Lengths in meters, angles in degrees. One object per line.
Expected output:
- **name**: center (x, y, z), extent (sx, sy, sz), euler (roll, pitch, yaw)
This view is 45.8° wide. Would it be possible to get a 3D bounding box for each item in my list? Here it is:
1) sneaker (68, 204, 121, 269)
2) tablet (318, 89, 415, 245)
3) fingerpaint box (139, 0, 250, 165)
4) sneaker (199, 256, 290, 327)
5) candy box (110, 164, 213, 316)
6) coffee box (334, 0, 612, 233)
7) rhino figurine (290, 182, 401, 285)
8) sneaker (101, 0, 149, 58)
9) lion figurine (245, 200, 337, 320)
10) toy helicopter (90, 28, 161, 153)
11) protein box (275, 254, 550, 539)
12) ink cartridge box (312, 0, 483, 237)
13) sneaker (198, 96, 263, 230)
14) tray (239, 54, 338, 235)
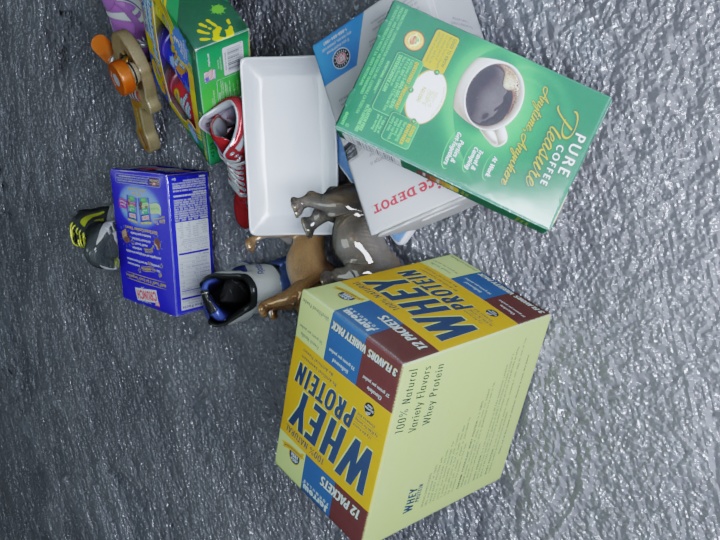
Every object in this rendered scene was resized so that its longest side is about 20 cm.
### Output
- **sneaker**: center (-0.415, -0.049, 1.329), extent (0.200, 0.084, 0.075), euler (-113, 19, -70)
- **tablet**: center (0.020, -0.141, 0.922), extent (0.201, 0.014, 0.130), euler (55, 134, 24)
- **fingerpaint box**: center (-0.201, -0.259, 1.045), extent (0.167, 0.073, 0.201), euler (55, 159, 24)
- **sneaker**: center (-0.169, 0.029, 1.104), extent (0.199, 0.114, 0.081), euler (-16, 87, 49)
- **candy box**: center (-0.290, -0.048, 1.253), extent (0.168, 0.077, 0.202), euler (12, 107, 46)
- **coffee box**: center (0.091, -0.126, 0.709), extent (0.199, 0.044, 0.124), euler (25, 87, 6)
- **rhino figurine**: center (0.000, 0.000, 0.921), extent (0.060, 0.087, 0.202), euler (-14, -98, -87)
- **sneaker**: center (-0.284, -0.343, 1.194), extent (0.200, 0.072, 0.115), euler (31, 141, 35)
- **lion figurine**: center (-0.064, -0.010, 1.002), extent (0.121, 0.072, 0.202), euler (-19, 73, 9)
- **toy helicopter**: center (-0.324, -0.255, 1.225), extent (0.132, 0.079, 0.201), euler (44, 151, 29)
- **protein box**: center (0.046, 0.114, 0.811), extent (0.135, 0.199, 0.200), euler (33, 123, 39)
- **ink cartridge box**: center (0.055, -0.149, 0.809), extent (0.144, 0.084, 0.202), euler (-21, 83, 39)
- **sneaker**: center (-0.148, -0.130, 1.041), extent (0.071, 0.112, 0.201), euler (46, 130, 32)
- **tray**: center (-0.078, -0.141, 0.973), extent (0.022, 0.106, 0.202), euler (-79, -12, -76)
